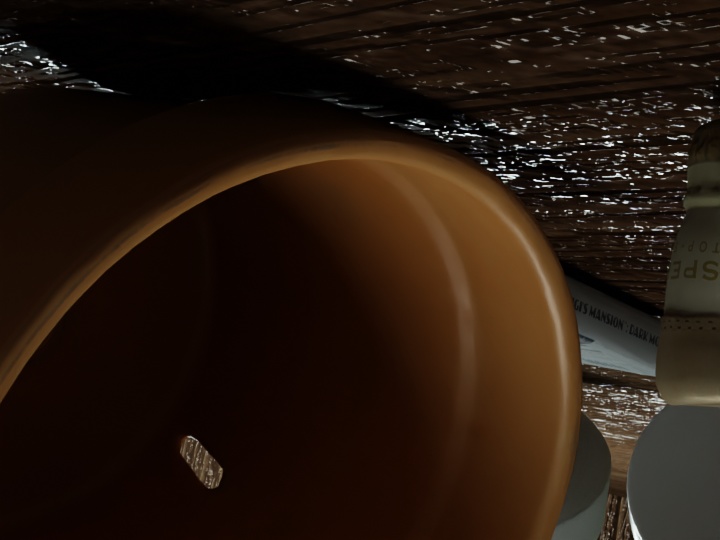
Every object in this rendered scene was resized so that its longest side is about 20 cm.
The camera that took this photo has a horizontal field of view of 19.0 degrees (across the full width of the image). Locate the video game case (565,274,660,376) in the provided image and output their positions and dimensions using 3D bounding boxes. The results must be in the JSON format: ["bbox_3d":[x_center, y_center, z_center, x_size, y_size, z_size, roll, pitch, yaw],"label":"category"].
[{"bbox_3d":[0.000,0.000,0.818,0.199,0.024,0.182,11,174,33],"label":"video game case"}]

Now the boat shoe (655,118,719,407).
[{"bbox_3d":[0.158,0.020,0.425,0.199,0.065,0.071,12,174,7],"label":"boat shoe"}]

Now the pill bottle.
[{"bbox_3d":[0.182,0.104,0.954,0.110,0.112,0.200,11,173,23],"label":"pill bottle"}]

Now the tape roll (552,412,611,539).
[{"bbox_3d":[0.043,0.114,1.232,0.201,0.037,0.203,3,-153,-2],"label":"tape roll"}]

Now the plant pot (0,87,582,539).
[{"bbox_3d":[-0.060,0.038,0.572,0.199,0.201,0.140,19,-172,-44],"label":"plant pot"}]
